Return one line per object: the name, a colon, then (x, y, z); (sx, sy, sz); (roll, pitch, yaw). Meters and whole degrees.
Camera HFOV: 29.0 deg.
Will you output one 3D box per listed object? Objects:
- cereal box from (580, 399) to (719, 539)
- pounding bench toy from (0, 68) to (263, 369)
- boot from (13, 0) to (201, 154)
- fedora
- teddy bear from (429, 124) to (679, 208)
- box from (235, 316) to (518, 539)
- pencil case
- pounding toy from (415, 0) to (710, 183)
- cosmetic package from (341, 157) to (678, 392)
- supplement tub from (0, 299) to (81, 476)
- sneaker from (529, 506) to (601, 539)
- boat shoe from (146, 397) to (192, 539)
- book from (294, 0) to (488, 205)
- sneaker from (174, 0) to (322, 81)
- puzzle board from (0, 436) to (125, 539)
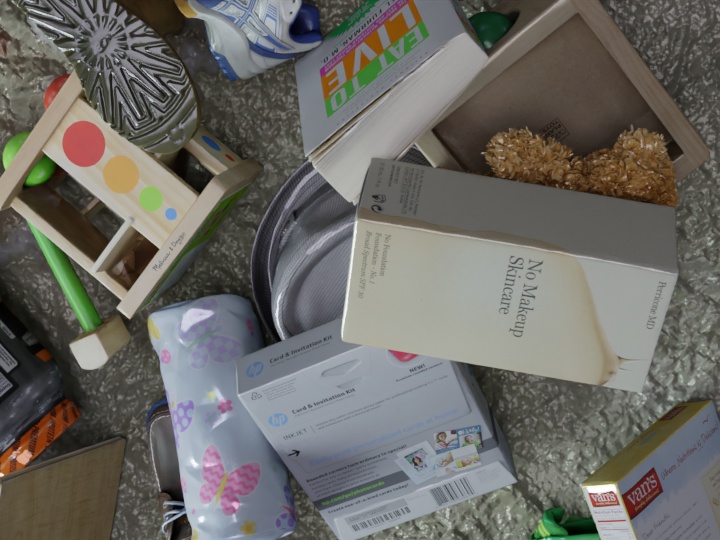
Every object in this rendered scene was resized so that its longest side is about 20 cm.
cereal box: (0.249, 0.217, 1.046); (0.039, 0.143, 0.202); (-14, 100, 47)
pounding bench toy: (-0.204, -0.044, 1.065); (0.156, 0.124, 0.200); (38, 104, 0)
boot: (-0.158, -0.174, 0.994); (0.066, 0.200, 0.176); (-36, 97, 13)
fedora: (0.000, 0.000, 1.060); (0.177, 0.090, 0.200); (41, 104, -2)
teddy bear: (0.117, -0.032, 0.935); (0.198, 0.067, 0.146); (5, 116, -1)
box: (0.016, 0.115, 1.053); (0.155, 0.041, 0.201); (-22, 132, 10)
pencil case: (-0.109, 0.118, 1.074); (0.090, 0.083, 0.202); (-18, 76, 15)
pounding toy: (0.131, -0.139, 1.003); (0.184, 0.142, 0.200); (-37, 108, 14)
cosmetic package: (0.093, 0.003, 0.887); (0.198, 0.073, 0.104); (9, 128, 4)
supplement tub: (-0.324, 0.074, 1.109); (0.122, 0.123, 0.200); (-40, 94, 14)
sneaker: (0.150, 0.232, 1.098); (0.199, 0.074, 0.084); (-29, 98, 4)
boat shoe: (-0.125, 0.201, 1.129); (0.072, 0.072, 0.202); (-21, 97, 13)
book: (0.018, -0.144, 0.975); (0.133, 0.200, 0.048); (-41, 114, 14)
sneaker: (-0.086, -0.211, 0.990); (0.087, 0.200, 0.076); (-16, 69, 9)
puzzle board: (-0.256, 0.243, 1.124); (0.017, 0.150, 0.202); (18, 105, 25)
